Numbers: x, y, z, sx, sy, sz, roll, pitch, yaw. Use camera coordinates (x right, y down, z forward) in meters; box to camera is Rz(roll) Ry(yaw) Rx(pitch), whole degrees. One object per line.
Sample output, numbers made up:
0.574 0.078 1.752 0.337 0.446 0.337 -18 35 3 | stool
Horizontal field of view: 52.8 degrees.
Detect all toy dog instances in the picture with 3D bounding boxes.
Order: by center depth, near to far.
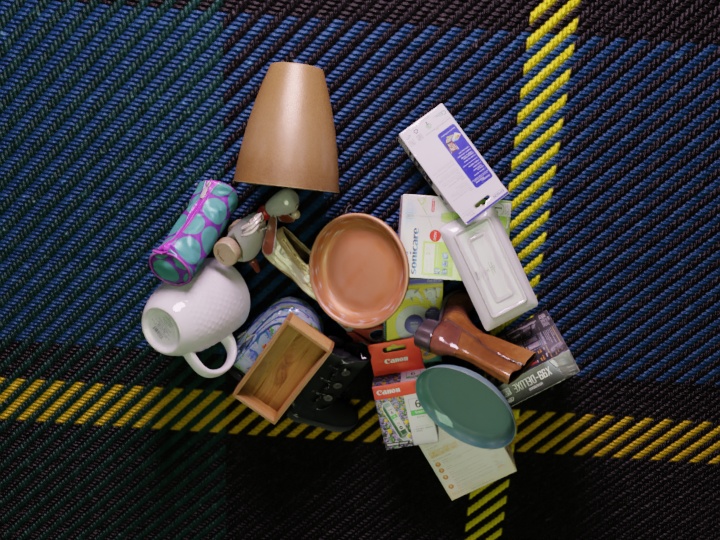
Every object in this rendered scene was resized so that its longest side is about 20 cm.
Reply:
-0.172 -0.058 1.286 0.097 0.133 0.199 48 146 -16 | toy dog

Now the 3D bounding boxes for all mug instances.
-0.295 0.098 1.320 0.146 0.175 0.203 -24 97 31 | mug

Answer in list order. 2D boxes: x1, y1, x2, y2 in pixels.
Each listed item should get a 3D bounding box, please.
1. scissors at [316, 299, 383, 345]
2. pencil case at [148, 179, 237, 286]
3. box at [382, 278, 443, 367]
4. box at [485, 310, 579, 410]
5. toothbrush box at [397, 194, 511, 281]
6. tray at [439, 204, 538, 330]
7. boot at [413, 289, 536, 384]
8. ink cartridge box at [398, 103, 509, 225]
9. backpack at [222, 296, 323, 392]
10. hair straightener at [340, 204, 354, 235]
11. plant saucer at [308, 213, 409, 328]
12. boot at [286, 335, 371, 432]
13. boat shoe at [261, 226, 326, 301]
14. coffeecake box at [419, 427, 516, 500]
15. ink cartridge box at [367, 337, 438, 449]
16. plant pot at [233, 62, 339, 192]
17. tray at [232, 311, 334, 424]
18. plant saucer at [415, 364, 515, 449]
-0.024 0.116 1.392 0.198 0.014 0.074 25 105 -38 | scissors
-0.293 -0.071 1.279 0.083 0.202 0.093 9 141 18 | pencil case
0.100 0.105 1.405 0.114 0.049 0.204 -4 111 -7 | box
0.306 0.162 1.348 0.156 0.200 0.050 -30 104 10 | box
0.166 -0.058 1.316 0.195 0.086 0.149 4 93 1 | toothbrush box
0.226 -0.005 1.266 0.106 0.022 0.203 -26 94 2 | tray
0.223 0.113 1.307 0.197 0.187 0.070 18 117 29 | boot
0.160 -0.181 1.262 0.099 0.039 0.202 -34 80 -6 | ink cartridge box
-0.153 0.151 1.395 0.162 0.154 0.201 40 92 -6 | backpack
0.001 -0.022 1.357 0.040 0.077 0.205 -16 106 -23 | hair straightener
0.000 0.000 1.290 0.196 0.037 0.205 4 99 26 | plant saucer
-0.035 0.221 1.405 0.162 0.066 0.202 11 124 -31 | boot
-0.091 -0.005 1.362 0.199 0.074 0.069 37 112 -11 | boat shoe
0.206 0.344 1.481 0.151 0.073 0.202 -27 107 12 | coffeecake box
0.080 0.236 1.389 0.106 0.050 0.204 -10 106 9 | ink cartridge box
-0.116 -0.243 1.237 0.182 0.186 0.205 6 96 -1 | plant pot
-0.142 0.180 1.320 0.098 0.037 0.201 34 115 -7 | tray
0.189 0.239 1.294 0.197 0.027 0.203 24 139 22 | plant saucer
